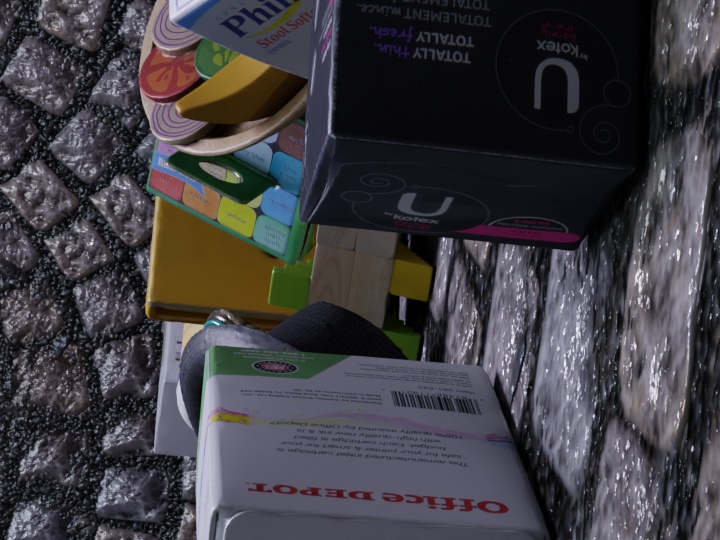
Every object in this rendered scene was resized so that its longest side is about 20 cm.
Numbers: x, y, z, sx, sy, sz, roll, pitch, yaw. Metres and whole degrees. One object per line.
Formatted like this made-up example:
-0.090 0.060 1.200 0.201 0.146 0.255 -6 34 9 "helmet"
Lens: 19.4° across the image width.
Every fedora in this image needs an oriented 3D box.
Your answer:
-0.016 0.091 1.269 0.092 0.200 0.201 -46 -15 -29 "fedora"

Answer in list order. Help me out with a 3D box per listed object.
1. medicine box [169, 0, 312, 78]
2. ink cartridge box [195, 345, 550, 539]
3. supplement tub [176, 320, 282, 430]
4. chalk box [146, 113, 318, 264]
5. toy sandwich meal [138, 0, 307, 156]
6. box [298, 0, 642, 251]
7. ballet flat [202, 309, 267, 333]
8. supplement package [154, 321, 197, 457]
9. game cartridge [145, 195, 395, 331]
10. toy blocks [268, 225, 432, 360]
-0.008 -0.235 1.112 0.182 0.102 0.202 -26 57 43 "medicine box"
-0.002 0.110 0.968 0.200 0.143 0.085 -105 21 -72 "ink cartridge box"
-0.058 0.022 1.568 0.146 0.144 0.202 107 168 -61 "supplement tub"
-0.059 -0.099 1.413 0.200 0.124 0.125 -50 -16 -45 "chalk box"
-0.073 -0.167 1.271 0.204 0.070 0.207 -20 56 33 "toy sandwich meal"
0.044 -0.122 0.845 0.106 0.121 0.202 115 160 -71 "box"
-0.041 0.113 1.435 0.068 0.075 0.202 -29 83 55 "ballet flat"
-0.126 0.071 2.148 0.152 0.149 0.202 105 168 -56 "supplement package"
-0.059 -0.050 1.508 0.033 0.174 0.202 106 169 -59 "game cartridge"
0.000 0.000 1.385 0.137 0.099 0.202 -71 -8 -61 "toy blocks"
